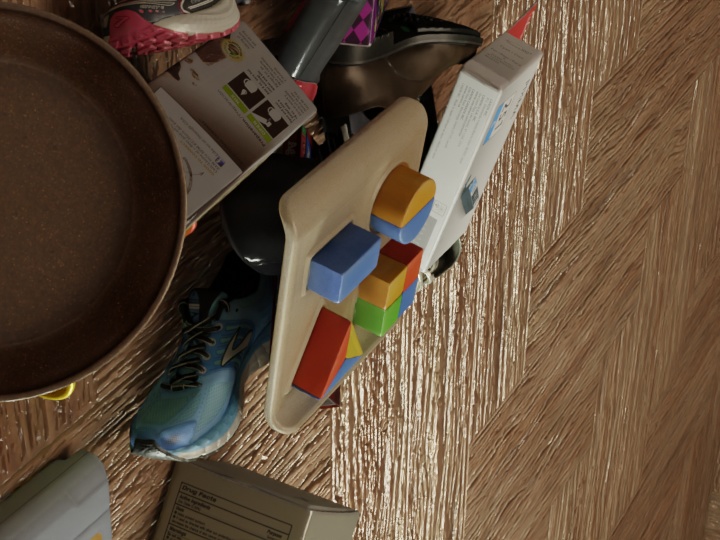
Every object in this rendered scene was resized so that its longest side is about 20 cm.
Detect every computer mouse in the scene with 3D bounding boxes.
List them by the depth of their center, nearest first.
[{"bbox_3d":[-0.033,-0.046,1.082,0.200,0.052,0.140,-2,82,-63],"label":"computer mouse"}]

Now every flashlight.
[{"bbox_3d":[-0.031,-0.173,0.990,0.068,0.068,0.200,-39,169,-48],"label":"flashlight"}]

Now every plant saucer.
[{"bbox_3d":[-0.190,-0.034,0.746,0.037,0.199,0.202,-179,-72,-78],"label":"plant saucer"}]

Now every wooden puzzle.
[{"bbox_3d":[0.000,0.000,1.050,0.185,0.046,0.201,-44,147,-45],"label":"wooden puzzle"}]

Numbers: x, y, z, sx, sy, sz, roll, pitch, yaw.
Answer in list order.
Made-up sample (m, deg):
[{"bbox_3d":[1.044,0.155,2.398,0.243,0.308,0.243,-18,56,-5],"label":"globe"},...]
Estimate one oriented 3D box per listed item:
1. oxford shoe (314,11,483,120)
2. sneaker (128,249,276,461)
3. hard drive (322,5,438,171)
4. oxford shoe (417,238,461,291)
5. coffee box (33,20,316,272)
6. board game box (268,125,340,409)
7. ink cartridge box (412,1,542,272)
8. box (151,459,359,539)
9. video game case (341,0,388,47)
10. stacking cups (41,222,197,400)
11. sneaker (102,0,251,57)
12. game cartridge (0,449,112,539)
[{"bbox_3d":[0.025,-0.160,1.159,0.199,0.072,0.085,-19,121,-45],"label":"oxford shoe"},{"bbox_3d":[-0.119,0.057,1.066,0.201,0.078,0.090,-61,145,-45],"label":"sneaker"},{"bbox_3d":[0.020,-0.118,1.269,0.135,0.042,0.201,-57,150,-32],"label":"hard drive"},{"bbox_3d":[0.037,-0.001,1.364,0.200,0.057,0.076,-35,138,-52],"label":"oxford shoe"},{"bbox_3d":[-0.130,-0.057,0.882,0.113,0.080,0.200,-37,-174,43],"label":"coffee box"},{"bbox_3d":[-0.038,-0.003,1.148,0.103,0.019,0.202,50,38,-58],"label":"board game box"},{"bbox_3d":[0.107,-0.120,1.288,0.176,0.045,0.201,-45,162,-50],"label":"ink cartridge box"},{"bbox_3d":[-0.100,0.264,1.149,0.109,0.127,0.202,25,83,-66],"label":"box"},{"bbox_3d":[0.010,-0.283,1.077,0.181,0.035,0.202,-75,172,-70],"label":"video game case"},{"bbox_3d":[-0.161,-0.004,0.952,0.200,0.060,0.061,-57,152,-42],"label":"stacking cups"},{"bbox_3d":[-0.111,-0.190,0.911,0.200,0.080,0.075,-62,140,-55],"label":"sneaker"},{"bbox_3d":[-0.220,0.238,0.991,0.133,0.041,0.202,-46,144,-53],"label":"game cartridge"}]
